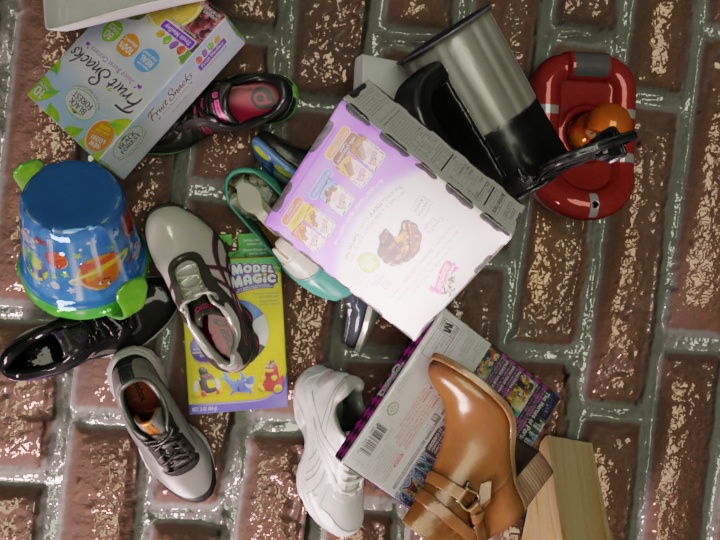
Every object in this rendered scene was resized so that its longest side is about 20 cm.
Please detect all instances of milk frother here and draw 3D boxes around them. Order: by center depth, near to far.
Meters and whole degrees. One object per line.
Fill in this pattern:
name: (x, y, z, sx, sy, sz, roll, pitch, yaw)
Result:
milk frother: (0.155, -0.173, 0.806, 0.200, 0.181, 0.188, -24, 107, 33)

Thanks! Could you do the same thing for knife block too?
knife block: (0.250, 0.309, 0.909, 0.064, 0.176, 0.201, 11, 90, -9)

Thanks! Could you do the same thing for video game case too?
video game case: (0.099, 0.171, 0.868, 0.181, 0.036, 0.200, 36, 80, -14)

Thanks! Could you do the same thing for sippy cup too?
sippy cup: (-0.291, -0.039, 0.817, 0.177, 0.130, 0.140, 15, 54, -1)

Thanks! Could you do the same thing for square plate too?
square plate: (-0.239, -0.333, 0.845, 0.199, 0.028, 0.199, -15, 57, -6)

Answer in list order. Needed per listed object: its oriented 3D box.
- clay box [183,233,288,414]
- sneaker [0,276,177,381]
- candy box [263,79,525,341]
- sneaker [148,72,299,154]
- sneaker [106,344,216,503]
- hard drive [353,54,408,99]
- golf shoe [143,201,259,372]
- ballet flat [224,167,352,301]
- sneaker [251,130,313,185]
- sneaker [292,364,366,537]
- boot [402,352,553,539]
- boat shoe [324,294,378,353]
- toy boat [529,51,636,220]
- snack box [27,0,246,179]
clay box: (-0.145, 0.058, 0.909, 0.114, 0.048, 0.201, -4, 93, -7)
sneaker: (-0.293, 0.071, 0.867, 0.199, 0.088, 0.076, -27, 95, -7)
candy box: (0.031, -0.055, 0.783, 0.200, 0.072, 0.168, 39, 126, -1)
sneaker: (-0.167, -0.183, 0.877, 0.199, 0.084, 0.077, -19, 94, -5)
sneaker: (-0.223, 0.183, 0.880, 0.074, 0.079, 0.201, -27, 110, -7)
hard drive: (0.084, -0.163, 0.908, 0.199, 0.027, 0.133, 4, 86, -26)
golf shoe: (-0.167, 0.015, 0.839, 0.077, 0.088, 0.200, -29, 92, -2)
ballet flat: (-0.085, -0.040, 0.864, 0.200, 0.070, 0.067, 46, 105, 20)
sneaker: (-0.029, -0.124, 0.912, 0.199, 0.071, 0.083, 14, 85, -14)
sneaker: (-0.020, 0.209, 0.897, 0.078, 0.099, 0.201, -14, 97, -43)
boot: (0.094, 0.198, 0.815, 0.155, 0.077, 0.200, -41, 112, -13)
boat shoe: (0.000, 0.000, 0.900, 0.062, 0.075, 0.201, 14, 119, 6)
toy boat: (0.268, -0.159, 0.917, 0.130, 0.131, 0.201, 1, 92, -8)
snack box: (-0.241, -0.217, 0.851, 0.142, 0.053, 0.200, 40, 87, 26)
